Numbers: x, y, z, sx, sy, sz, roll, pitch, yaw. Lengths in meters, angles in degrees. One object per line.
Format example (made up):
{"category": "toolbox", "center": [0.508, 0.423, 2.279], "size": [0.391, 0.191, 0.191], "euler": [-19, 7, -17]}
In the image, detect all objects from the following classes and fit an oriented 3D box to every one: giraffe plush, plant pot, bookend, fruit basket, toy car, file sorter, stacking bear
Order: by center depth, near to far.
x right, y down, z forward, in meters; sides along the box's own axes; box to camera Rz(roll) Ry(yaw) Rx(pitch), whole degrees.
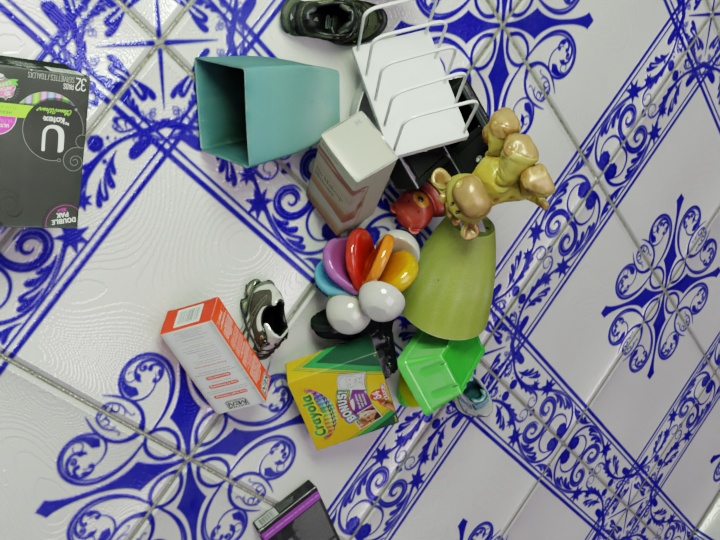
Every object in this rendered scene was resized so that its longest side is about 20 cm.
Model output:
{"category": "plant pot", "center": [-0.134, -0.259, 1.243], "size": [0.198, 0.140, 0.144], "euler": [-19, 119, -38]}
{"category": "file sorter", "center": [0.086, -0.304, 1.254], "size": [0.136, 0.125, 0.203], "euler": [-16, 76, -11]}
{"category": "giraffe plush", "center": [0.206, -0.143, 1.307], "size": [0.160, 0.175, 0.200], "euler": [-29, 160, 3]}
{"category": "bookend", "center": [0.139, -0.190, 1.382], "size": [0.199, 0.092, 0.200], "euler": [-40, 110, -17]}
{"category": "toy car", "center": [0.000, 0.000, 1.406], "size": [0.150, 0.198, 0.177], "euler": [42, 46, -26]}
{"category": "stacking bear", "center": [0.146, -0.150, 1.508], "size": [0.199, 0.114, 0.122], "euler": [-38, 86, -21]}
{"category": "plant pot", "center": [0.180, -0.008, 1.510], "size": [0.185, 0.187, 0.203], "euler": [-13, 133, -32]}
{"category": "fruit basket", "center": [0.136, 0.198, 1.631], "size": [0.214, 0.215, 0.157], "euler": [-35, 104, -21]}

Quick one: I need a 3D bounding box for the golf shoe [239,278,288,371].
{"category": "golf shoe", "center": [-0.172, 0.120, 1.391], "size": [0.077, 0.094, 0.204], "euler": [-8, 114, -35]}

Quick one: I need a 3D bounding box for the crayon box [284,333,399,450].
{"category": "crayon box", "center": [-0.033, 0.233, 1.510], "size": [0.170, 0.059, 0.202], "euler": [-19, 128, -1]}

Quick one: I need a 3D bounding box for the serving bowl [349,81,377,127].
{"category": "serving bowl", "center": [0.055, -0.274, 1.420], "size": [0.197, 0.065, 0.204], "euler": [-15, 116, -31]}

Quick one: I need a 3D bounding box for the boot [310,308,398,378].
{"category": "boot", "center": [-0.006, 0.148, 1.538], "size": [0.198, 0.076, 0.171], "euler": [-16, 115, -37]}

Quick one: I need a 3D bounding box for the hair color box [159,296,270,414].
{"category": "hair color box", "center": [-0.239, 0.146, 1.341], "size": [0.100, 0.062, 0.202], "euler": [-15, 126, 15]}

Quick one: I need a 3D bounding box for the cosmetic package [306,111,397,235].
{"category": "cosmetic package", "center": [-0.019, -0.154, 1.321], "size": [0.087, 0.104, 0.201], "euler": [-32, 166, -22]}

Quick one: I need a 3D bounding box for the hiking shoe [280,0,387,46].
{"category": "hiking shoe", "center": [-0.026, -0.396, 1.286], "size": [0.197, 0.100, 0.077], "euler": [-12, 116, -33]}

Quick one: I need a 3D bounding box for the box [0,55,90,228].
{"category": "box", "center": [-0.446, -0.168, 1.043], "size": [0.146, 0.124, 0.204], "euler": [0, 109, -35]}

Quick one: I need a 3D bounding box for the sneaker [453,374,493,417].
{"category": "sneaker", "center": [0.249, 0.280, 1.779], "size": [0.078, 0.086, 0.200], "euler": [-50, 129, -8]}

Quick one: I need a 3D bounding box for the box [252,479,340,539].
{"category": "box", "center": [-0.124, 0.543, 1.638], "size": [0.142, 0.036, 0.203], "euler": [-33, 124, -22]}
